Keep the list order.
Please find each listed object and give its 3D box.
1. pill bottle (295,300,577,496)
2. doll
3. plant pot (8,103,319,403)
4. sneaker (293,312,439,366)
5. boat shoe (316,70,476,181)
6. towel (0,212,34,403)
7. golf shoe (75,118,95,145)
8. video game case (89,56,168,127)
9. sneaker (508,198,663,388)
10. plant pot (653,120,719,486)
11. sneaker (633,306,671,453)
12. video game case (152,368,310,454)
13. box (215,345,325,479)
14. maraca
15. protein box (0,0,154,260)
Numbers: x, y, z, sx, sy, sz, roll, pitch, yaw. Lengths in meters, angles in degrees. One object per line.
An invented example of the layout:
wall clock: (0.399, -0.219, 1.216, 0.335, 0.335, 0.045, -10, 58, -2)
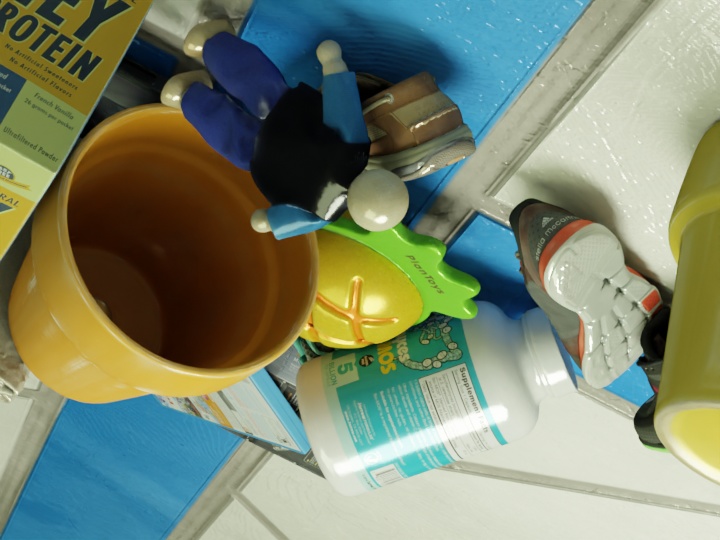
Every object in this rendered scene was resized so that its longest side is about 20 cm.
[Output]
pill bottle: (0.060, 0.091, 1.678, 0.200, 0.111, 0.111, -20, 143, 8)
doll: (-0.044, -0.090, 1.438, 0.200, 0.137, 0.048, 40, -156, 31)
plant pot: (-0.159, 0.009, 1.574, 0.200, 0.200, 0.183, 33, 145, -18)
sneaker: (-0.011, 0.047, 1.753, 0.200, 0.091, 0.078, 22, 157, 6)
boat shoe: (0.002, -0.098, 1.481, 0.200, 0.076, 0.072, -6, 109, 54)
towel: (-0.275, -0.004, 1.653, 0.132, 0.200, 0.034, 36, 139, -13)
golf shoe: (-0.284, -0.070, 1.588, 0.088, 0.200, 0.077, -11, 102, 65)
video game case: (-0.208, -0.119, 1.628, 0.200, 0.019, 0.143, 28, 141, 0)
sneaker: (0.155, 0.008, 1.569, 0.082, 0.077, 0.200, 42, 168, 34)
plant pot: (0.267, 0.032, 1.334, 0.201, 0.189, 0.201, 21, 156, 10)
sneaker: (0.237, 0.065, 1.592, 0.084, 0.077, 0.200, 32, 148, 4)
video game case: (-0.143, 0.091, 1.964, 0.200, 0.018, 0.143, 14, 147, 44)
box: (-0.042, 0.125, 2.000, 0.158, 0.048, 0.200, 27, 156, -2)
maraca: (0.000, 0.000, 1.624, 0.200, 0.107, 0.137, -2, 144, 46)
protein box: (-0.243, -0.126, 1.449, 0.135, 0.199, 0.200, 30, 147, -9)
